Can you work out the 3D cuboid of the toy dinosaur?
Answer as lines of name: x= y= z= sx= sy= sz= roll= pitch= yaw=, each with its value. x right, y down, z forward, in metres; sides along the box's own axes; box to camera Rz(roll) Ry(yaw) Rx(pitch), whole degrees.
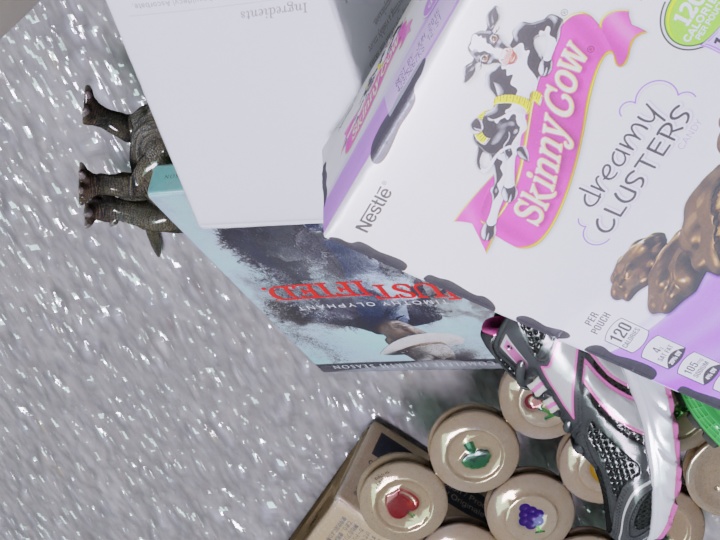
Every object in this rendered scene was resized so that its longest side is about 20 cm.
toy dinosaur: x=-0.096 y=-0.049 z=0.898 sx=0.101 sy=0.078 sz=0.201 roll=0 pitch=141 yaw=-4

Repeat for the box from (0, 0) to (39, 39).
box: x=-0.202 y=-0.220 z=0.813 sx=0.094 sy=0.078 sz=0.201 roll=16 pitch=132 yaw=13

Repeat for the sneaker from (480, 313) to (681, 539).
sneaker: x=0.105 y=0.039 z=0.844 sx=0.085 sy=0.080 sz=0.202 roll=-11 pitch=99 yaw=5

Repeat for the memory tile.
memory tile: x=0.112 y=0.118 z=0.922 sx=0.199 sy=0.017 sz=0.153 roll=-38 pitch=106 yaw=15

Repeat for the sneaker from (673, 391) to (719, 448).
sneaker: x=0.228 y=0.066 z=0.811 sx=0.200 sy=0.078 sz=0.086 roll=45 pitch=131 yaw=25

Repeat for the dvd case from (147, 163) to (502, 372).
dvd case: x=0.000 y=0.000 z=0.881 sx=0.145 sy=0.022 sz=0.200 roll=-3 pitch=151 yaw=27

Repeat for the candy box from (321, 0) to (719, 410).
candy box: x=0.108 y=-0.055 z=0.654 sx=0.199 sy=0.072 sz=0.168 roll=23 pitch=120 yaw=-15

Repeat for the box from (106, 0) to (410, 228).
box: x=-0.031 y=-0.143 z=0.741 sx=0.105 sy=0.153 sz=0.201 roll=-2 pitch=125 yaw=26

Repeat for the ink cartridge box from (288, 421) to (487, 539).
ink cartridge box: x=0.026 y=0.211 z=1.056 sx=0.164 sy=0.075 sz=0.200 roll=31 pitch=133 yaw=-3
